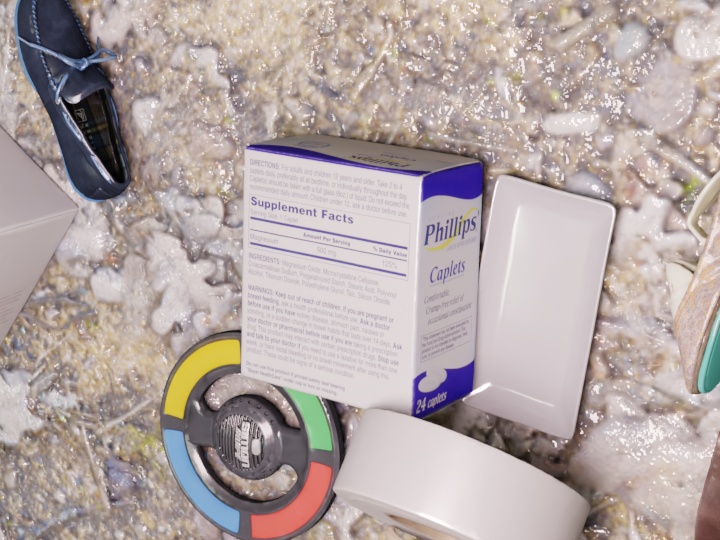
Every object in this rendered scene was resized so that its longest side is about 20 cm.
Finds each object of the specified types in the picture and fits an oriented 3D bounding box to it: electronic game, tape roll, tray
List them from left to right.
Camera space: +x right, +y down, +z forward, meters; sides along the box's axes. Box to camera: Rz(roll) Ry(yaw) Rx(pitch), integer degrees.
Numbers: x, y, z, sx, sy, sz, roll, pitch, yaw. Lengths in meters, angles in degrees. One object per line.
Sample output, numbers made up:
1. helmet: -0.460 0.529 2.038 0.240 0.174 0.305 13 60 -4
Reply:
1. electronic game: -0.102 0.154 1.416 0.198 0.041 0.203 7 104 28
2. tape roll: 0.079 0.183 1.226 0.200 0.202 0.072 18 77 25
3. tray: 0.146 0.029 1.258 0.106 0.022 0.203 17 109 26

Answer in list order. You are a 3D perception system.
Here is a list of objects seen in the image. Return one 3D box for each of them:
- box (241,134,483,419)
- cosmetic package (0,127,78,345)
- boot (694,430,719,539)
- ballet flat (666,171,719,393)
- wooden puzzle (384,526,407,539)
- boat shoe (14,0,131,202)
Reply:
1. box: 0.000 0.000 1.274 0.182 0.104 0.203 12 107 34
2. cosmetic package: -0.414 -0.026 1.480 0.167 0.166 0.201 44 119 13
3. boot: 0.344 0.151 1.141 0.165 0.072 0.203 20 115 21
4. ballet flat: 0.270 -0.009 1.152 0.067 0.068 0.202 29 107 34
5. wooden puzzle: 0.107 0.313 1.290 0.198 0.037 0.187 19 140 27
6. boat shoe: -0.251 -0.166 1.412 0.068 0.084 0.202 -4 114 49
